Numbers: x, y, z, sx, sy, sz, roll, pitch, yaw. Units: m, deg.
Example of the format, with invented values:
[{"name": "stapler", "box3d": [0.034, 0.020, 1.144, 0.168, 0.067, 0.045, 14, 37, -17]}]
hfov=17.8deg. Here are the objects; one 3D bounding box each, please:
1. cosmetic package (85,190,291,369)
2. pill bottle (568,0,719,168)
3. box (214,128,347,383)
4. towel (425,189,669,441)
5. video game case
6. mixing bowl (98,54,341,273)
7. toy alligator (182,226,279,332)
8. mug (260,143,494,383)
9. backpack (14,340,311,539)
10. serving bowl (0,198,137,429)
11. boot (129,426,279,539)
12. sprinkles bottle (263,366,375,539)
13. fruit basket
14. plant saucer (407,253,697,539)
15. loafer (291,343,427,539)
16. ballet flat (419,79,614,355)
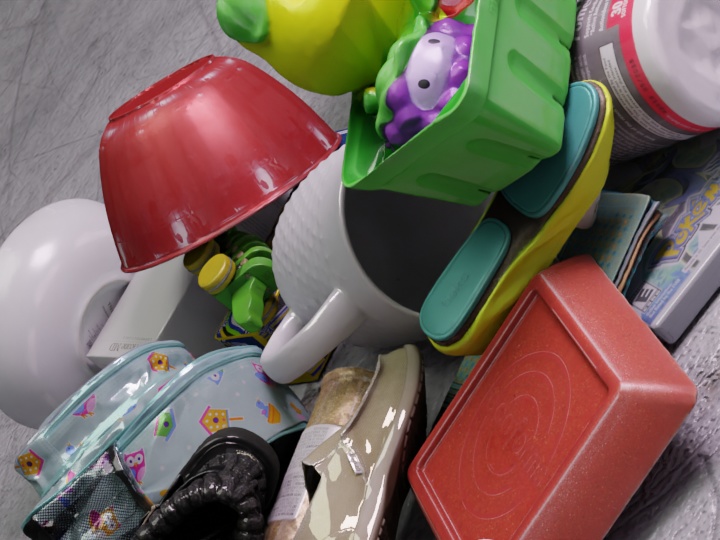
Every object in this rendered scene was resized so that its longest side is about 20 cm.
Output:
[{"name": "cosmetic package", "box3d": [-0.127, 0.013, 1.910, 0.107, 0.085, 0.200, -2, 53, 54]}, {"name": "pill bottle", "box3d": [0.159, -0.124, 1.507, 0.200, 0.111, 0.111, -20, 39, 49]}, {"name": "box", "box3d": [-0.031, -0.014, 1.794, 0.064, 0.070, 0.200, -10, 48, 53]}, {"name": "towel", "box3d": [0.118, 0.039, 1.484, 0.201, 0.022, 0.147, -65, 24, -3]}, {"name": "video game case", "box3d": [0.215, -0.059, 1.480, 0.200, 0.022, 0.182, -52, 24, 0]}, {"name": "mixing bowl", "box3d": [-0.126, -0.096, 1.774, 0.200, 0.109, 0.200, -29, 13, 7]}, {"name": "toy alligator", "box3d": [-0.098, -0.009, 1.745, 0.054, 0.059, 0.200, -49, 28, 2]}, {"name": "mug", "box3d": [0.000, 0.000, 1.616, 0.200, 0.148, 0.175, -52, 11, -26]}, {"name": "backpack", "box3d": [-0.133, 0.134, 1.645, 0.200, 0.154, 0.176, -36, -12, 15]}, {"name": "serving bowl", "box3d": [-0.229, 0.043, 1.943, 0.066, 0.200, 0.200, 14, 66, 39]}, {"name": "boot", "box3d": [-0.123, 0.206, 1.485, 0.158, 0.079, 0.212, -80, 14, -76]}, {"name": "sprinkles bottle", "box3d": [-0.026, 0.162, 1.543, 0.068, 0.068, 0.200, -22, 37, 48]}, {"name": "fruit basket", "box3d": [0.022, -0.156, 1.431, 0.155, 0.215, 0.216, -33, 29, 47]}, {"name": "plant saucer", "box3d": [0.101, 0.103, 1.387, 0.200, 0.037, 0.200, -57, 25, 14]}, {"name": "loafer", "box3d": [-0.002, 0.127, 1.483, 0.068, 0.076, 0.200, 8, 50, 11]}, {"name": "ballet flat", "box3d": [0.111, -0.029, 1.458, 0.200, 0.067, 0.067, -58, 41, 14]}]
